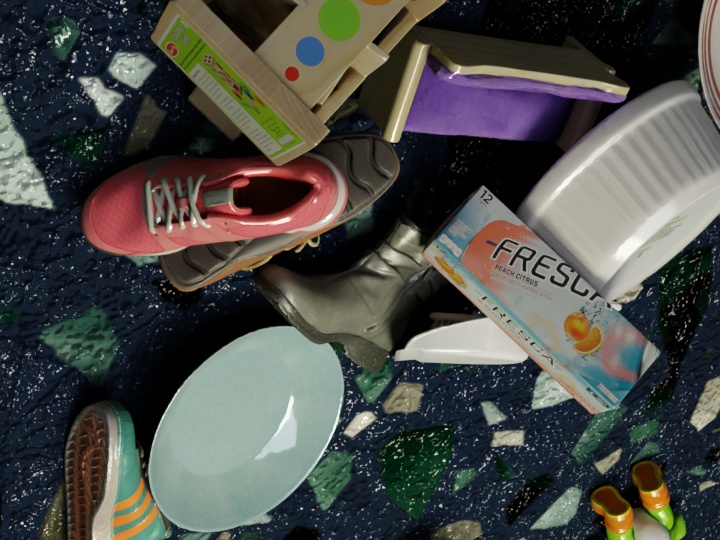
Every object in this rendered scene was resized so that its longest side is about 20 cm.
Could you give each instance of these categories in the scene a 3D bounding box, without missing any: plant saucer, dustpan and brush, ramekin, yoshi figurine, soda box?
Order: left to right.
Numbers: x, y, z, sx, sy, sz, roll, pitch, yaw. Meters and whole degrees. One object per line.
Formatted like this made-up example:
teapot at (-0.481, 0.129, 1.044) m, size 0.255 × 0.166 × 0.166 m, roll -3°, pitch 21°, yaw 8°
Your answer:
plant saucer at (-0.103, 0.129, 1.206) m, size 0.199 × 0.039 × 0.203 m, roll -23°, pitch 131°, yaw -30°
dustpan and brush at (0.129, 0.051, 1.228) m, size 0.197 × 0.058 × 0.140 m, roll 2°, pitch 173°, yaw 1°
soda box at (0.144, 0.025, 1.142) m, size 0.064 × 0.200 × 0.068 m, roll -47°, pitch 179°, yaw -12°
ramekin at (0.228, -0.056, 1.185) m, size 0.201 × 0.095 × 0.203 m, roll -35°, pitch 164°, yaw -12°
yoshi figurine at (0.323, 0.310, 1.605) m, size 0.112 × 0.111 × 0.202 m, roll -55°, pitch 132°, yaw -42°

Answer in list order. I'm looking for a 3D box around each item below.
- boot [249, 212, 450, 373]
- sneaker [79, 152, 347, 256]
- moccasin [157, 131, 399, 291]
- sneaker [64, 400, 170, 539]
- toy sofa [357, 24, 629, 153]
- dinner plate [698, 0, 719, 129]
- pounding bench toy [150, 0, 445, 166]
boot at (0.000, 0.000, 1.171) m, size 0.131 × 0.068 × 0.199 m, roll -50°, pitch 145°, yaw 6°
sneaker at (-0.109, -0.055, 1.006) m, size 0.197 × 0.087 × 0.075 m, roll -8°, pitch 90°, yaw 2°
moccasin at (-0.062, -0.045, 1.089) m, size 0.200 × 0.078 × 0.074 m, roll -34°, pitch 92°, yaw 2°
sneaker at (-0.201, 0.186, 1.191) m, size 0.079 × 0.071 × 0.202 m, roll -17°, pitch 132°, yaw -35°
toy sofa at (0.106, -0.137, 1.103) m, size 0.198 × 0.098 × 0.084 m, roll 1°, pitch 123°, yaw -33°
dinner plate at (0.352, -0.199, 1.218) m, size 0.198 × 0.024 × 0.203 m, roll -8°, pitch 103°, yaw -36°
pounding bench toy at (-0.044, -0.173, 0.955) m, size 0.124 × 0.200 × 0.156 m, roll 44°, pitch 78°, yaw -9°
